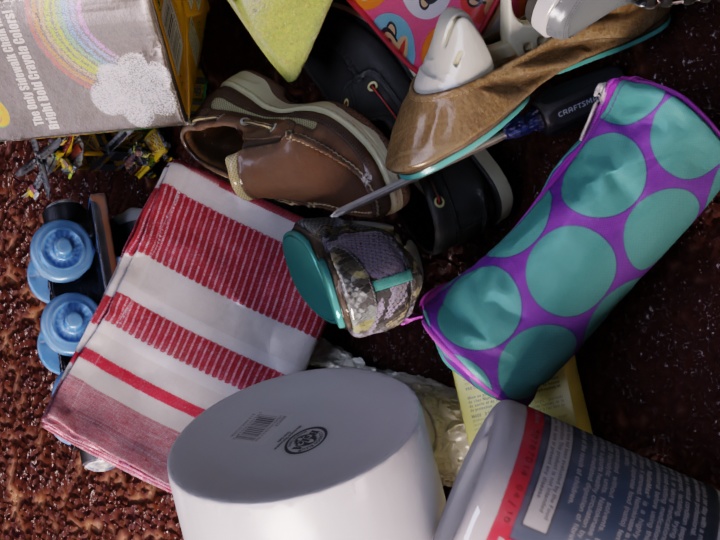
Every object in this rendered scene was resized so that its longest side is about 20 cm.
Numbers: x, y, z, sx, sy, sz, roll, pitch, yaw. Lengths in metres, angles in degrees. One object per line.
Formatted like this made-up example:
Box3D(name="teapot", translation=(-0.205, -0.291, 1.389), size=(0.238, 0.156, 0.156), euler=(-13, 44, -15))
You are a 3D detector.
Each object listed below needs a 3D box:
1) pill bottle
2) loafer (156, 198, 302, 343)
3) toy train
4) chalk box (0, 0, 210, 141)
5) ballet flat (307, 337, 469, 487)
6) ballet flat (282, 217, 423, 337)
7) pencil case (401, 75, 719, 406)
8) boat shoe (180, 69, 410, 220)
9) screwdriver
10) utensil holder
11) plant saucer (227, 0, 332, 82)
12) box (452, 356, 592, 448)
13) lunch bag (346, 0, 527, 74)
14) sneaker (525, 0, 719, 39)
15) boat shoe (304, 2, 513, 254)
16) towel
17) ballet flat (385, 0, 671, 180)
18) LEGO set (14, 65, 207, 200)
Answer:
Box3D(name="pill bottle", translation=(0.145, 0.163, 0.910), size=(0.198, 0.120, 0.121), euler=(23, 109, 0))
Box3D(name="loafer", translation=(-0.102, 0.003, 1.127), size=(0.073, 0.072, 0.202), euler=(5, 67, 59))
Box3D(name="toy train", translation=(-0.176, 0.042, 1.199), size=(0.087, 0.113, 0.202), euler=(128, 133, -68))
Box3D(name="chalk box", translation=(-0.213, -0.172, 1.095), size=(0.197, 0.125, 0.125), euler=(-3, 47, 9))
Box3D(name="ballet flat", translation=(0.001, 0.096, 1.095), size=(0.198, 0.071, 0.073), euler=(19, 104, 35))
Box3D(name="ballet flat", translation=(0.000, 0.000, 0.995), size=(0.200, 0.071, 0.073), euler=(-149, 62, -78))
Box3D(name="pencil case", translation=(0.119, -0.017, 0.948), size=(0.092, 0.085, 0.200), euler=(40, 94, -4))
Box3D(name="boat shoe", translation=(-0.048, -0.066, 1.045), size=(0.202, 0.074, 0.075), euler=(27, 144, 53))
Box3D(name="screwdriver", translation=(0.070, -0.076, 0.972), size=(0.028, 0.198, 0.029), euler=(54, 160, 42))
Box3D(name="utensil holder", translation=(-0.018, 0.184, 1.007), size=(0.168, 0.170, 0.202), euler=(6, 119, 37))
Box3D(name="plant saucer", translation=(-0.053, -0.255, 1.076), size=(0.201, 0.047, 0.200), euler=(-64, 31, 21))
Box3D(name="box", translation=(0.111, 0.131, 1.009), size=(0.074, 0.050, 0.203), euler=(-16, 82, 17))
Box3D(name="lunch bag", translation=(0.063, -0.232, 1.018), size=(0.176, 0.081, 0.201), euler=(49, 120, 26))
Box3D(name="sneaker", translation=(0.196, -0.161, 0.890), size=(0.199, 0.084, 0.121), euler=(-38, 73, -2))
Box3D(name="boat shoe", translation=(0.013, -0.096, 1.064), size=(0.202, 0.063, 0.074), euler=(51, 157, 24))
Box3D(name="towel", translation=(-0.103, 0.042, 1.082), size=(0.143, 0.023, 0.202), euler=(25, 78, 0))
Box3D(name="ballet flat", translation=(0.088, -0.131, 0.951), size=(0.199, 0.073, 0.068), euler=(-30, 29, -4))
Box3D(name="LEGO set", translation=(-0.216, -0.163, 1.215), size=(0.153, 0.115, 0.202), euler=(-30, 74, 34))
